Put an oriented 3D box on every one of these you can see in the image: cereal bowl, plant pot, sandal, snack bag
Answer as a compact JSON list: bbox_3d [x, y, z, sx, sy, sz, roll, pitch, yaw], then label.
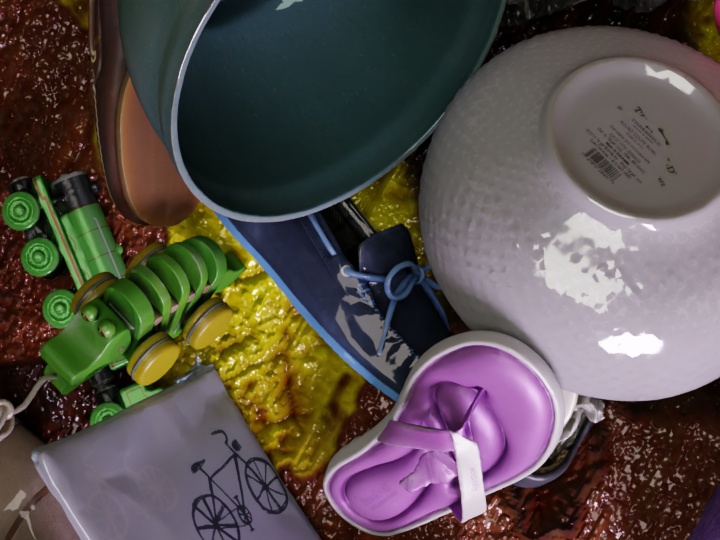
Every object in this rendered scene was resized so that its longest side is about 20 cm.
[{"bbox_3d":[0.130,-0.043,0.706,0.197,0.084,0.202,3,61,-6],"label":"cereal bowl"},{"bbox_3d":[-0.041,-0.145,0.715,0.200,0.200,0.134,-46,59,8],"label":"plant pot"},{"bbox_3d":[0.039,0.101,0.733,0.082,0.050,0.203,34,141,-4],"label":"sandal"},{"bbox_3d":[-0.077,0.153,0.743,0.021,0.188,0.201,-34,86,24],"label":"snack bag"}]

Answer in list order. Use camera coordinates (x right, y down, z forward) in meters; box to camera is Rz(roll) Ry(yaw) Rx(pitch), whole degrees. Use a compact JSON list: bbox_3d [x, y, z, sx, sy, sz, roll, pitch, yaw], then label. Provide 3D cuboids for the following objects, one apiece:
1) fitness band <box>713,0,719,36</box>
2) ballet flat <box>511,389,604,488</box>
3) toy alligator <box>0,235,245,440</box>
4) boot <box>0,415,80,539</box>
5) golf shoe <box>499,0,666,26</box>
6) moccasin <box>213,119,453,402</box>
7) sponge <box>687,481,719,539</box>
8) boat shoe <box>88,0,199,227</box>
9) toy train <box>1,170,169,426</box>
[{"bbox_3d":[0.237,-0.058,0.703,0.037,0.144,0.201,-33,86,10],"label":"fitness band"},{"bbox_3d":[0.121,0.026,0.764,0.072,0.073,0.202,24,95,8],"label":"ballet flat"},{"bbox_3d":[-0.127,0.027,0.750,0.059,0.199,0.054,43,138,15],"label":"toy alligator"},{"bbox_3d":[-0.247,0.175,0.837,0.199,0.070,0.147,-35,80,8],"label":"boot"},{"bbox_3d":[0.115,-0.182,0.764,0.198,0.095,0.078,10,128,31],"label":"golf shoe"},{"bbox_3d":[0.000,0.000,0.775,0.200,0.080,0.068,43,109,5],"label":"moccasin"},{"bbox_3d":[0.201,0.121,0.731,0.030,0.112,0.202,29,96,9],"label":"sponge"},{"bbox_3d":[-0.119,-0.126,0.807,0.070,0.070,0.203,3,89,47],"label":"boat shoe"},{"bbox_3d":[-0.148,0.033,0.825,0.056,0.042,0.202,-23,88,0],"label":"toy train"}]
